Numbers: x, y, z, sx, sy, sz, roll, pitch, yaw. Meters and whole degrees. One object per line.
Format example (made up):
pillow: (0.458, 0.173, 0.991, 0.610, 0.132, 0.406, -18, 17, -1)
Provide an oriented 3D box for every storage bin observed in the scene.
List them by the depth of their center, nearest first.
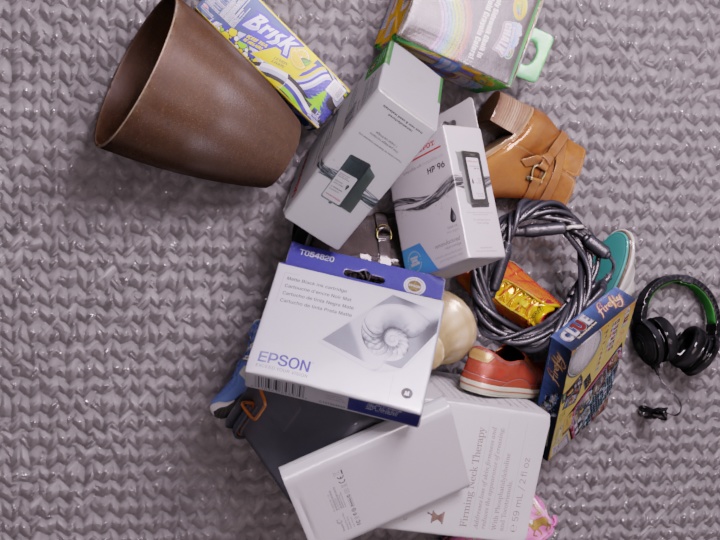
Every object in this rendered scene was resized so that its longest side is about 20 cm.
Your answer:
storage bin: (-0.056, 0.172, 1.096, 0.144, 0.135, 0.201, -2, 137, -48)

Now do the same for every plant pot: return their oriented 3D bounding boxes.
plant pot: (-0.174, -0.182, 1.073, 0.198, 0.187, 0.189, 26, 92, -28)

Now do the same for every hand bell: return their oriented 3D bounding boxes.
hand bell: (0.061, 0.109, 1.089, 0.103, 0.200, 0.106, 9, 116, 20)

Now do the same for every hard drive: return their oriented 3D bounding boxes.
hard drive: (0.020, 0.232, 1.045, 0.198, 0.026, 0.133, -22, 124, -8)

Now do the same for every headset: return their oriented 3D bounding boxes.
headset: (0.430, 0.108, 1.298, 0.122, 0.094, 0.203, 13, 80, -10)

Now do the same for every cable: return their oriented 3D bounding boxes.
cable: (0.217, 0.006, 1.161, 0.200, 0.051, 0.164, -41, 92, -12)

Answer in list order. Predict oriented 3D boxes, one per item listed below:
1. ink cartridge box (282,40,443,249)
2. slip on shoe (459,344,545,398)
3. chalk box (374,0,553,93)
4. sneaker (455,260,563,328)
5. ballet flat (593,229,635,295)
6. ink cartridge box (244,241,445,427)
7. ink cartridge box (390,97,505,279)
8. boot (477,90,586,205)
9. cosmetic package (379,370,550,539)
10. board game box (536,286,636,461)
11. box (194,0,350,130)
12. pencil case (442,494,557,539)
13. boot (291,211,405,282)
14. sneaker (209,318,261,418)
ink cartridge box: (0.003, -0.144, 1.081, 0.083, 0.147, 0.200, 33, 123, -14)
slip on shoe: (0.200, 0.127, 1.201, 0.199, 0.073, 0.062, 8, 95, -48)
chalk box: (0.138, -0.297, 1.140, 0.198, 0.124, 0.126, 21, 92, -15)
sneaker: (0.215, 0.037, 1.221, 0.198, 0.077, 0.074, 31, 91, -1)
ballet flat: (0.335, 0.043, 1.267, 0.069, 0.069, 0.203, 17, 98, -14)
ink cartridge box: (-0.009, 0.057, 1.033, 0.197, 0.041, 0.202, 12, 55, 2)
ink cartridge box: (0.096, -0.098, 1.127, 0.067, 0.115, 0.203, -1, 76, -39)
boot: (0.196, -0.113, 1.211, 0.154, 0.077, 0.202, 28, 84, -19)
cosmetic package: (0.108, 0.228, 1.183, 0.197, 0.166, 0.170, 9, 96, -12)
board game box: (0.281, 0.133, 1.184, 0.135, 0.034, 0.202, -30, 139, -33)
box: (-0.107, -0.261, 1.117, 0.200, 0.070, 0.064, 44, 86, -14)
pencil case: (0.172, 0.375, 1.261, 0.199, 0.083, 0.087, -40, 103, -5)
boot: (0.000, 0.000, 1.150, 0.171, 0.069, 0.203, 9, 66, -12)
sneaker: (-0.118, 0.106, 1.174, 0.200, 0.076, 0.077, -44, 84, -5)
